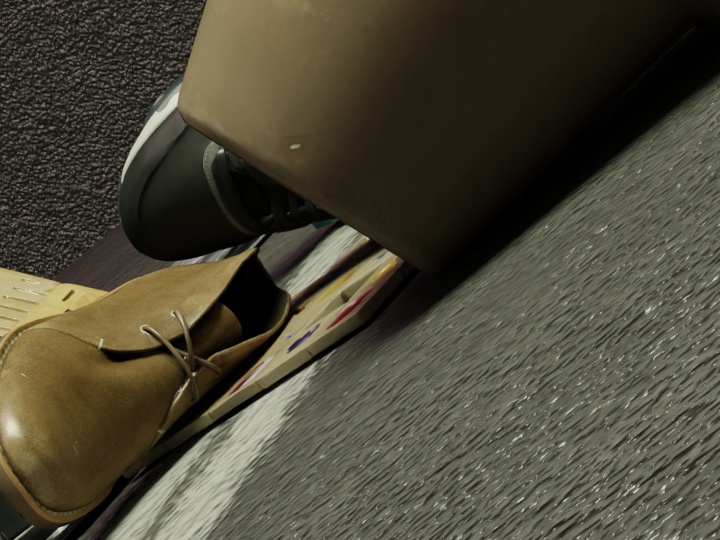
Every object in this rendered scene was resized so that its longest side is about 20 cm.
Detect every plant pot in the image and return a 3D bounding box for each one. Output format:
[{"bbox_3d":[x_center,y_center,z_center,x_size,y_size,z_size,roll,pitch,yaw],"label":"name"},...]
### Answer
[{"bbox_3d":[0.026,-0.100,1.000,0.175,0.200,0.200,-59,6,1],"label":"plant pot"}]

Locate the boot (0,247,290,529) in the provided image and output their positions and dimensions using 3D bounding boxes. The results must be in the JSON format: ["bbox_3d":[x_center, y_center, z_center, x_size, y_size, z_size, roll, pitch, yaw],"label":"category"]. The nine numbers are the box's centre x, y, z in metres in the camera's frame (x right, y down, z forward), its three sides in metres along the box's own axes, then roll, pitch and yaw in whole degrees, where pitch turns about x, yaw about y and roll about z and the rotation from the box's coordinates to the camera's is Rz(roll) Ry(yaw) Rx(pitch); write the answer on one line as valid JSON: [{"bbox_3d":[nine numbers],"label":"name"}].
[{"bbox_3d":[-0.088,0.036,1.110,0.075,0.074,0.200,-26,9,25],"label":"boot"}]

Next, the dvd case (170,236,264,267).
[{"bbox_3d":[-0.096,-0.006,1.748,0.148,0.016,0.200,-37,7,33],"label":"dvd case"}]

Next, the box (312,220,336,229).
[{"bbox_3d":[0.016,-0.072,1.372,0.082,0.049,0.200,-41,6,-14],"label":"box"}]

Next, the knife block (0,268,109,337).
[{"bbox_3d":[-0.178,0.090,1.416,0.199,0.177,0.064,12,30,18],"label":"knife block"}]

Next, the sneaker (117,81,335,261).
[{"bbox_3d":[-0.014,-0.054,1.146,0.199,0.076,0.088,-28,27,13],"label":"sneaker"}]

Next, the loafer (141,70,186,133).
[{"bbox_3d":[-0.023,-0.117,1.416,0.200,0.073,0.072,-50,16,-10],"label":"loafer"}]

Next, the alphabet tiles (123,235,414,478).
[{"bbox_3d":[0.000,0.000,1.157,0.167,0.008,0.200,-35,8,45],"label":"alphabet tiles"}]

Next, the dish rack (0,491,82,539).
[{"bbox_3d":[-0.170,0.106,1.222,0.200,0.055,0.153,-39,5,33],"label":"dish rack"}]
